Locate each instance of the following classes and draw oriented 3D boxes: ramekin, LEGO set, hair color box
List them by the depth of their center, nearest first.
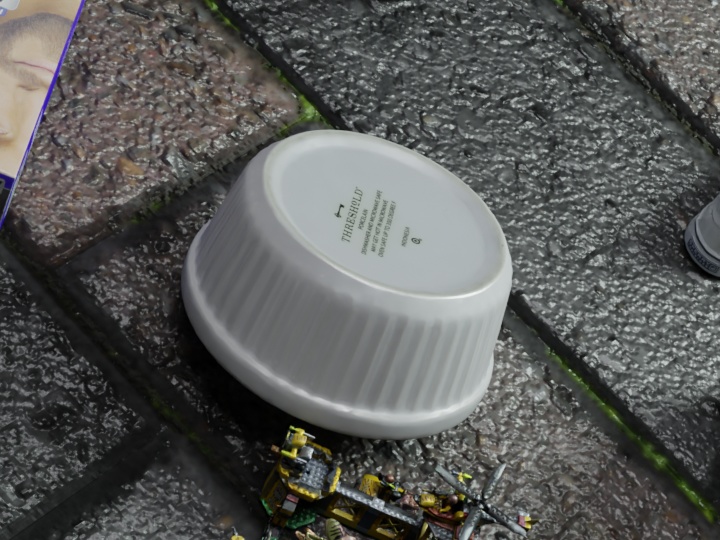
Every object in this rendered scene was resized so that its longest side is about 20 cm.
[{"bbox_3d":[0.001,0.167,1.137,0.153,0.116,0.200,30,49,-1],"label":"LEGO set"},{"bbox_3d":[0.000,0.000,1.243,0.201,0.095,0.203,17,35,-12],"label":"ramekin"},{"bbox_3d":[-0.243,-0.131,1.287,0.109,0.065,0.201,20,52,-10],"label":"hair color box"}]

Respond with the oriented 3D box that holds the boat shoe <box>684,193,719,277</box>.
[{"bbox_3d":[0.312,-0.061,1.476,0.074,0.065,0.200,44,51,11],"label":"boat shoe"}]
